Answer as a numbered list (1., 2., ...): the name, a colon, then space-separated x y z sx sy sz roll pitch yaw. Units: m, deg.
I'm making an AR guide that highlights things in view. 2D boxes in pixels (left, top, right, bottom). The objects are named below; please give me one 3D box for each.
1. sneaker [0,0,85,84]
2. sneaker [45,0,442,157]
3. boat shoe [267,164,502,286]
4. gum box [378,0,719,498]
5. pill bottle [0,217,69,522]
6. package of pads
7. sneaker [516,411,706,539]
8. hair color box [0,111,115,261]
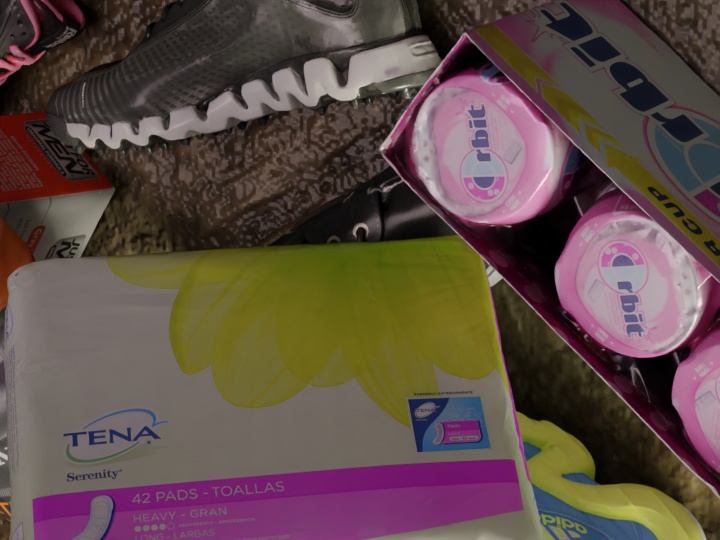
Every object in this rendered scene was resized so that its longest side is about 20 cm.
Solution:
1. sneaker: -0.179 -0.116 1.004 0.095 0.079 0.201 27 120 11
2. sneaker: -0.058 -0.105 0.926 0.198 0.066 0.091 -9 97 32
3. boat shoe: 0.000 0.000 0.922 0.199 0.056 0.069 -32 86 37
4. gum box: 0.118 -0.010 0.804 0.200 0.113 0.066 46 124 13
5. pill bottle: -0.126 0.068 0.951 0.106 0.107 0.200 -19 122 36
6. package of pads: -0.038 0.063 0.829 0.068 0.198 0.156 96 168 -52
7. sneaker: 0.044 0.100 0.893 0.199 0.105 0.076 20 115 27
8. hair color box: -0.219 -0.010 0.974 0.061 0.199 0.102 49 125 25
